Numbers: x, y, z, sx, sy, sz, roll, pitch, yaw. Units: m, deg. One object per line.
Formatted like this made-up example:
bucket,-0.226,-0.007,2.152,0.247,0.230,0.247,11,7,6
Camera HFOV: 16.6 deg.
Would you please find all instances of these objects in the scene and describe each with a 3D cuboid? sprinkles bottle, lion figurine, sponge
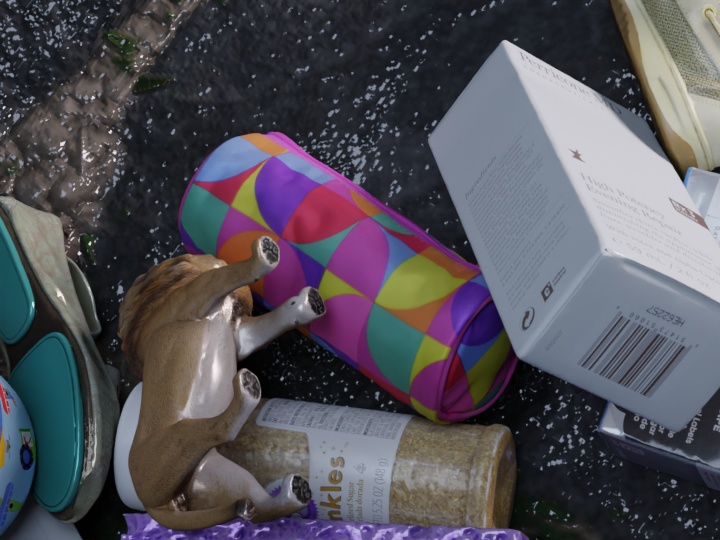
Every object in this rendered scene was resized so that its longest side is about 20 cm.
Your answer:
sprinkles bottle,-0.023,0.100,1.255,0.199,0.068,0.069,6,75,16
lion figurine,-0.080,0.061,1.195,0.122,0.072,0.201,-27,34,31
sponge,-0.008,0.148,1.213,0.199,0.112,0.030,1,72,15

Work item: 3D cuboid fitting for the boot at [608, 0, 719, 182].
boot,0.203,-0.159,1.273,0.154,0.073,0.201,-19,66,6

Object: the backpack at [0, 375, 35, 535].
backpack,-0.259,0.083,1.196,0.182,0.135,0.200,43,63,16

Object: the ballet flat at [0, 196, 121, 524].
ballet flat,-0.155,0.042,1.299,0.067,0.062,0.201,-42,54,33

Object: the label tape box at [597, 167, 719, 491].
label tape box,0.233,0.048,1.206,0.199,0.066,0.144,17,79,20

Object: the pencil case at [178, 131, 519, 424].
pencil case,0.000,0.000,1.256,0.199,0.088,0.089,30,83,30

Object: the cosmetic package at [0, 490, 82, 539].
cosmetic package,-0.248,0.115,1.287,0.150,0.052,0.201,-24,67,-21

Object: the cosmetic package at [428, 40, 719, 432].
cosmetic package,0.108,-0.020,1.183,0.074,0.101,0.200,-52,30,22
